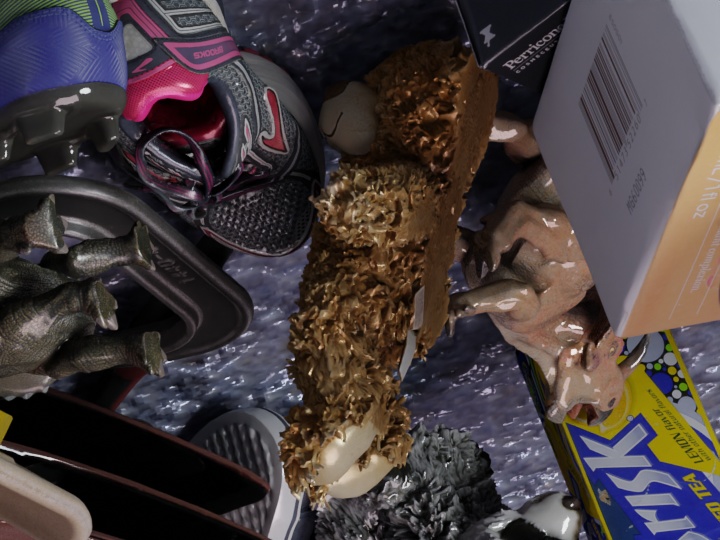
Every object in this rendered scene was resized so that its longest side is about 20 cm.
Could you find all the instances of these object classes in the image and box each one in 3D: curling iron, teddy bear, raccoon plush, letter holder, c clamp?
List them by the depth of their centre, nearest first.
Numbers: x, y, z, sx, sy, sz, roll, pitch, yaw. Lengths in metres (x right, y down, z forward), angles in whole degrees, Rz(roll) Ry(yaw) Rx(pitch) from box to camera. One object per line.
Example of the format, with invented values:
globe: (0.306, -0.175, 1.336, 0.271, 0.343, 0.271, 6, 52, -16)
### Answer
teddy bear: (0.000, 0.000, 1.163, 0.066, 0.201, 0.145, 12, -173, 15)
c clamp: (-0.146, 0.004, 1.211, 0.170, 0.027, 0.200, -19, 148, 25)
letter holder: (-0.118, 0.112, 1.277, 0.199, 0.101, 0.142, 24, 144, -36)
curling iron: (-0.090, 0.037, 1.306, 0.049, 0.026, 0.200, 16, 137, -11)
raccoon plush: (0.040, 0.171, 1.379, 0.096, 0.134, 0.201, -11, 140, -42)

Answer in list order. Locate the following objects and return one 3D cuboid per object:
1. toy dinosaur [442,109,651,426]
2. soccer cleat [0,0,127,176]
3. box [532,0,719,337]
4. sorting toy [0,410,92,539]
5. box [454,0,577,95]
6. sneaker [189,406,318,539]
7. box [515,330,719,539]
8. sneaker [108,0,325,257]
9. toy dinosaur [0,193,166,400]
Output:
toy dinosaur: (0.093, -0.020, 1.268, 0.135, 0.086, 0.200, -2, 144, -26)
soccer cleat: (-0.165, -0.066, 1.077, 0.199, 0.084, 0.065, -16, 166, 37)
box: (0.184, -0.073, 1.070, 0.199, 0.107, 0.153, -10, 148, -16)
sorting toy: (-0.212, 0.030, 1.108, 0.037, 0.185, 0.200, -59, 140, -9)
box: (0.147, -0.144, 1.113, 0.200, 0.079, 0.141, -37, 148, 26)
sneaker: (-0.058, 0.138, 1.438, 0.079, 0.079, 0.200, -12, 143, -39)
box: (0.135, 0.097, 1.361, 0.070, 0.201, 0.064, -18, 148, -4)
sneaker: (-0.066, -0.052, 1.140, 0.080, 0.075, 0.200, -25, 149, 8)
toy dinosaur: (-0.137, 0.012, 1.068, 0.102, 0.077, 0.200, -16, 168, 19)
